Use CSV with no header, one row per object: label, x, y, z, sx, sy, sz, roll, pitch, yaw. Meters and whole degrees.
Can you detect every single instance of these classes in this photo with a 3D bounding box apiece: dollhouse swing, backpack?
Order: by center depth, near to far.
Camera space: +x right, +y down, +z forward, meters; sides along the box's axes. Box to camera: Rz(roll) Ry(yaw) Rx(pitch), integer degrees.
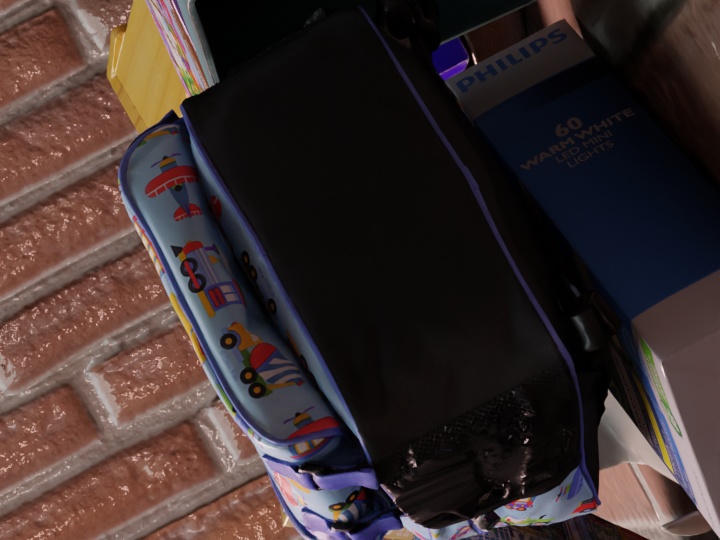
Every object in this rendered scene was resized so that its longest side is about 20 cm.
backpack,0.013,0.022,0.999,0.183,0.134,0.200,61,178,25
dollhouse swing,-0.156,-0.207,2.796,0.181,0.176,0.200,13,-150,-36

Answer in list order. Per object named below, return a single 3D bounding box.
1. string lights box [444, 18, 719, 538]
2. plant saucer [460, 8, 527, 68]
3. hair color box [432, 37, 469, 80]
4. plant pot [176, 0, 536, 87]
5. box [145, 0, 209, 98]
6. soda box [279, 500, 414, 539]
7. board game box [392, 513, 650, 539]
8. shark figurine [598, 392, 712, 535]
string lights box,0.107,0.000,1.011,0.200,0.059,0.103,56,172,51
plant saucer,0.025,-0.151,1.180,0.201,0.036,0.200,61,176,8
hair color box,-0.009,-0.109,1.197,0.110,0.065,0.200,62,177,5
plant pot,-0.033,-0.186,1.012,0.141,0.141,0.201,78,167,-73
box,-0.073,-0.124,1.185,0.201,0.039,0.137,67,174,-32
soda box,0.021,0.034,1.215,0.064,0.067,0.201,-98,24,-43
board game box,0.117,0.216,1.344,0.199,0.062,0.201,27,-144,-43
shark figurine,0.119,0.069,1.120,0.129,0.089,0.215,64,177,-36
